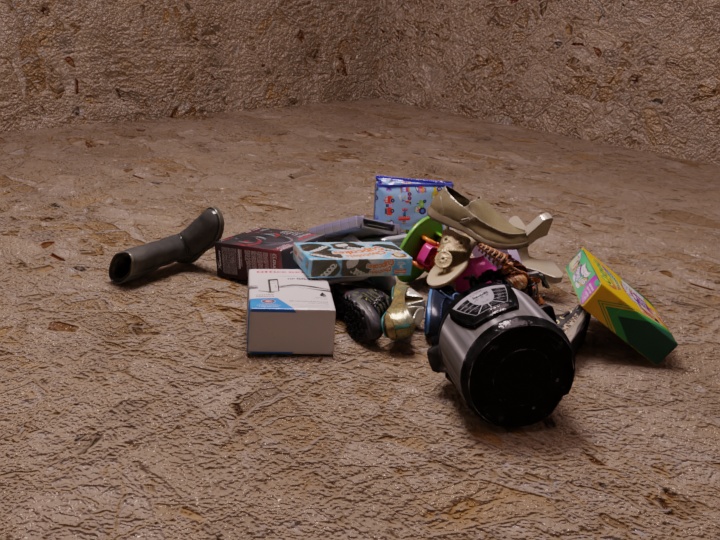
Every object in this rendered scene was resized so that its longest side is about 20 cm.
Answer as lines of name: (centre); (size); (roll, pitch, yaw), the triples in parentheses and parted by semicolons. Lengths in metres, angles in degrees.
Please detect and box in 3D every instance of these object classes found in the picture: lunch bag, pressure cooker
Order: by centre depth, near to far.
pressure cooker: (0.203, 0.116, 1.218); (0.174, 0.180, 0.200); (23, 14, -17)
lunch bag: (0.131, -0.136, 1.929); (0.197, 0.152, 0.094); (3, 19, -1)

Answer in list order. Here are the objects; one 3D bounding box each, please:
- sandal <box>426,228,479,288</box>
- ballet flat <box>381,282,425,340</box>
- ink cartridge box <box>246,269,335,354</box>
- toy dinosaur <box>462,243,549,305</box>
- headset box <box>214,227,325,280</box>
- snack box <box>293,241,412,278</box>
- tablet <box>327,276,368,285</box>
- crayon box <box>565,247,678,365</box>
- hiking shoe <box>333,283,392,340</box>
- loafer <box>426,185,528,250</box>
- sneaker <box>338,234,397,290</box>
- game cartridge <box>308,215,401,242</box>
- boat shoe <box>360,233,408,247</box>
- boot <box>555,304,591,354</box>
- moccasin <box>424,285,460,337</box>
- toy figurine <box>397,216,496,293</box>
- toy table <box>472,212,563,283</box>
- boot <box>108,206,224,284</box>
sandal: (0.174, -0.051, 1.532); (0.077, 0.070, 0.212); (-5, 27, 42)
ballet flat: (0.083, 0.068, 1.446); (0.070, 0.072, 0.200); (6, 18, 8)
ink cartridge box: (-0.125, 0.067, 1.426); (0.144, 0.085, 0.200); (1, 20, -9)
toy dinosaur: (0.265, 0.022, 1.499); (0.135, 0.201, 0.102); (-27, 13, 21)
headset box: (-0.174, -0.030, 1.674); (0.198, 0.076, 0.148); (8, 19, 34)
snack box: (-0.016, -0.022, 1.526); (0.198, 0.038, 0.116); (-1, 18, -20)
tablet: (-0.046, 0.013, 1.601); (0.198, 0.014, 0.130); (-7, 9, 33)
crayon box: (0.456, 0.058, 1.456); (0.172, 0.058, 0.200); (38, 18, -8)
hiking shoe: (0.017, 0.065, 1.469); (0.100, 0.077, 0.200); (-7, 21, -17)
loafer: (0.215, -0.096, 1.491); (0.198, 0.068, 0.076); (22, 23, 17)
sneaker: (0.000, 0.000, 1.686); (0.082, 0.074, 0.200); (-35, 37, -14)
game cartridge: (-0.012, -0.087, 1.805); (0.128, 0.039, 0.199); (-8, -7, 30)
boat shoe: (0.089, -0.052, 1.814); (0.197, 0.073, 0.062); (4, 14, 6)
boot: (0.316, 0.094, 1.438); (0.149, 0.074, 0.200); (16, 30, 24)
moccasin: (0.155, 0.062, 1.495); (0.067, 0.081, 0.200); (10, 21, 8)
toy figurine: (0.196, 0.001, 1.655); (0.183, 0.151, 0.199); (32, 7, 29)
toy table: (0.315, -0.031, 1.662); (0.116, 0.184, 0.201); (-13, 61, -20)
boot: (-0.385, -0.051, 1.635); (0.199, 0.182, 0.073); (-10, 59, -50)
